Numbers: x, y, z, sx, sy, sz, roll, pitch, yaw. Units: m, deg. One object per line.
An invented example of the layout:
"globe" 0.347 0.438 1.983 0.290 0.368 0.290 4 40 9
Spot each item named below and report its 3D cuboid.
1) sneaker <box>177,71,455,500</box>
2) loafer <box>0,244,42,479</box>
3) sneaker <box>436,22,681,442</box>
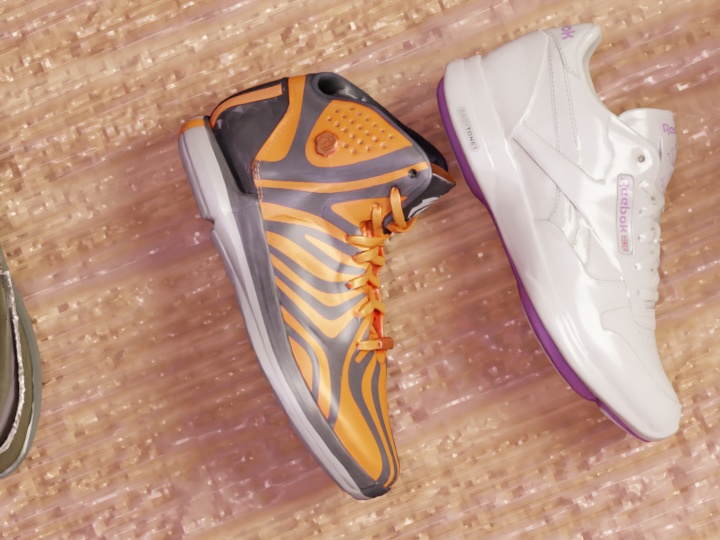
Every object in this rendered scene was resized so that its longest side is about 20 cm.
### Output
"sneaker" 0.000 0.000 1.291 0.112 0.078 0.200 -23 88 8
"loafer" -0.202 0.004 1.320 0.075 0.070 0.200 -12 89 7
"sneaker" 0.112 -0.020 1.277 0.100 0.075 0.200 -25 88 8
